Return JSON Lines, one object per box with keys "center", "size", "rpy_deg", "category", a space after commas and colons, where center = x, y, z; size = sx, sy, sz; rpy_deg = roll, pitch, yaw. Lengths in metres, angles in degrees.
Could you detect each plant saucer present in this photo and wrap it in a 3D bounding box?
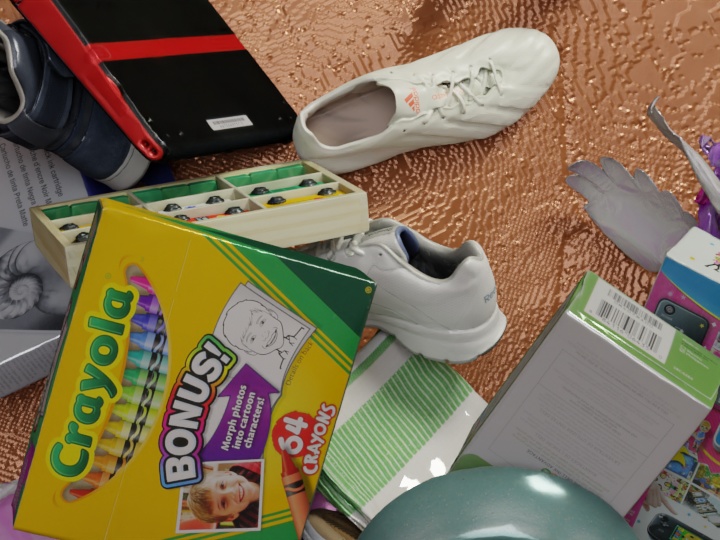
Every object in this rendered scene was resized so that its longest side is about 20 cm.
{"center": [0.084, 0.216, 1.112], "size": [0.199, 0.036, 0.201], "rpy_deg": [2, 112, 4], "category": "plant saucer"}

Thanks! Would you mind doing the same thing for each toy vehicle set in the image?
{"center": [-0.107, -0.034, 1.192], "size": [0.199, 0.124, 0.027], "rpy_deg": [-11, 107, -19], "category": "toy vehicle set"}

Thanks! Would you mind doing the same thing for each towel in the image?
{"center": [0.055, 0.137, 1.205], "size": [0.200, 0.023, 0.153], "rpy_deg": [43, 50, 3], "category": "towel"}

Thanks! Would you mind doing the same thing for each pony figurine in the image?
{"center": [0.253, -0.033, 1.221], "size": [0.199, 0.167, 0.194], "rpy_deg": [-33, 85, -17], "category": "pony figurine"}

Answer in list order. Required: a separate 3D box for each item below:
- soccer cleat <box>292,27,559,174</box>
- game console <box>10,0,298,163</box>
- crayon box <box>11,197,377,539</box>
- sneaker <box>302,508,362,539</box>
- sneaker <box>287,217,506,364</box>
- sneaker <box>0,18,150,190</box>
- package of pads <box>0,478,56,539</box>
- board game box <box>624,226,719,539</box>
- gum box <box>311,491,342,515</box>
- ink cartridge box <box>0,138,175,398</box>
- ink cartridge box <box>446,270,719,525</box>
{"center": [0.047, -0.119, 1.280], "size": [0.199, 0.078, 0.070], "rpy_deg": [-21, 77, 1], "category": "soccer cleat"}
{"center": [-0.140, -0.148, 1.250], "size": [0.031, 0.200, 0.177], "rpy_deg": [-42, 79, 26], "category": "game console"}
{"center": [-0.103, 0.076, 1.107], "size": [0.172, 0.058, 0.201], "rpy_deg": [15, 96, -16], "category": "crayon box"}
{"center": [0.015, 0.252, 1.189], "size": [0.200, 0.070, 0.109], "rpy_deg": [41, 102, -6], "category": "sneaker"}
{"center": [0.000, 0.000, 1.216], "size": [0.199, 0.087, 0.075], "rpy_deg": [6, 41, 12], "category": "sneaker"}
{"center": [-0.226, -0.159, 1.255], "size": [0.077, 0.146, 0.203], "rpy_deg": [-43, 48, 26], "category": "sneaker"}
{"center": [-0.162, 0.213, 1.193], "size": [0.120, 0.076, 0.201], "rpy_deg": [-26, 94, 28], "category": "package of pads"}
{"center": [0.228, 0.096, 1.145], "size": [0.147, 0.064, 0.201], "rpy_deg": [28, 118, 18], "category": "board game box"}
{"center": [-0.089, 0.128, 1.249], "size": [0.199, 0.066, 0.114], "rpy_deg": [27, 82, 9], "category": "gum box"}
{"center": [-0.220, -0.022, 1.269], "size": [0.199, 0.041, 0.200], "rpy_deg": [-25, 54, -1], "category": "ink cartridge box"}
{"center": [0.126, 0.109, 1.127], "size": [0.104, 0.059, 0.200], "rpy_deg": [34, 122, 3], "category": "ink cartridge box"}
